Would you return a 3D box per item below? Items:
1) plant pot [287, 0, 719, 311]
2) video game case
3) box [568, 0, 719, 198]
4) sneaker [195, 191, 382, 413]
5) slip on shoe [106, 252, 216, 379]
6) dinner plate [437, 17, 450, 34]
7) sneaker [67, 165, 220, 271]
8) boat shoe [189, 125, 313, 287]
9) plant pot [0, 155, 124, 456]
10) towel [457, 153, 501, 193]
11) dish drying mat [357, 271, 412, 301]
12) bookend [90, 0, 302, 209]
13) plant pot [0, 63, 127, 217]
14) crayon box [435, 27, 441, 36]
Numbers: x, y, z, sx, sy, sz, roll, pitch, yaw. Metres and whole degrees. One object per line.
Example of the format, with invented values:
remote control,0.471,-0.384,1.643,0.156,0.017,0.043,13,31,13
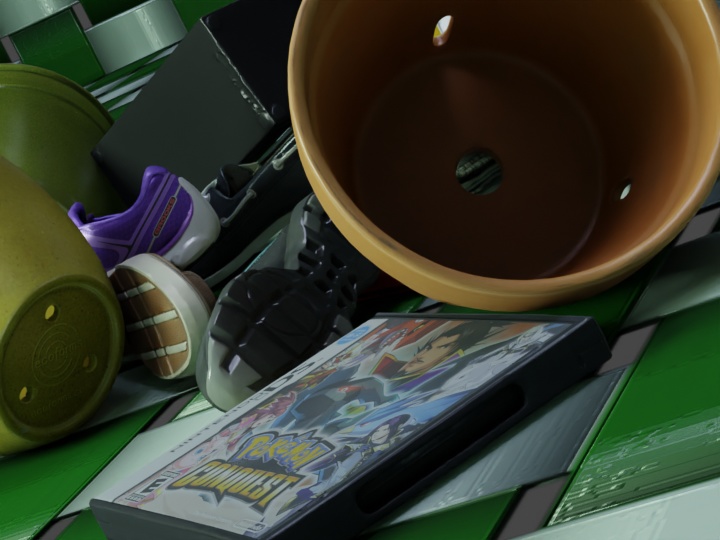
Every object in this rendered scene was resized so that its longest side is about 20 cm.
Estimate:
plant pot,0.062,-0.066,0.997,0.199,0.201,0.140,-29,-12,-12
video game case,-0.011,0.073,0.946,0.180,0.026,0.200,-32,13,-23
box,0.179,-0.168,1.131,0.198,0.201,0.131,-27,14,0
sneaker,-0.042,0.031,1.131,0.079,0.075,0.200,-48,2,31
slip on shoe,-0.114,0.024,1.284,0.060,0.076,0.200,-18,2,-20
dinner plate,0.142,-0.172,1.307,0.200,0.200,0.024,-32,-27,-25
sneaker,-0.185,0.004,1.425,0.200,0.084,0.081,-39,2,12
boat shoe,-0.073,-0.050,1.445,0.200,0.060,0.076,-35,18,27
plant pot,-0.222,0.032,1.256,0.142,0.201,0.200,20,41,37
towel,0.063,-0.083,1.422,0.192,0.035,0.200,-32,13,-22
dish drying mat,0.000,0.000,1.250,0.077,0.018,0.200,-37,15,-36
bookend,-0.065,-0.131,1.559,0.198,0.092,0.200,-31,-6,-40
plant pot,-0.263,-0.032,1.589,0.200,0.201,0.193,-27,23,1
crayon box,0.109,-0.176,1.352,0.125,0.200,0.052,-33,-28,-27
